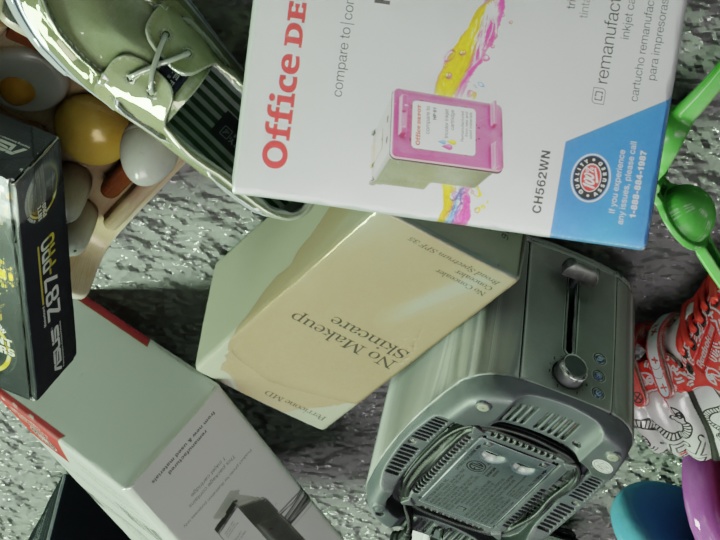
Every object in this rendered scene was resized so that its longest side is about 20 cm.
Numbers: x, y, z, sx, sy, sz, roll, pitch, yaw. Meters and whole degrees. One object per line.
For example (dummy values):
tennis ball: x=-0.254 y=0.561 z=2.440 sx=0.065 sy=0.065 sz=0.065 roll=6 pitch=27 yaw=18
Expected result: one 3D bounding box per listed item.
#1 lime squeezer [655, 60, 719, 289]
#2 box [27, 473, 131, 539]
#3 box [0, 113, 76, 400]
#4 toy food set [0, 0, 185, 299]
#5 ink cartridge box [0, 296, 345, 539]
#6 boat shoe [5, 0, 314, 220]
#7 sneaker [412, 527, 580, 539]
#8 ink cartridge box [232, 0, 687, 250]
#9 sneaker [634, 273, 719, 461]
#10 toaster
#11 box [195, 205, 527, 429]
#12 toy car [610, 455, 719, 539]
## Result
lime squeezer: x=0.178 y=-0.045 z=1.362 sx=0.070 sy=0.038 sz=0.201 roll=-5 pitch=119 yaw=4
box: x=-0.141 y=0.248 z=1.818 sx=0.199 sy=0.105 sz=0.182 roll=19 pitch=143 yaw=-11
box: x=-0.247 y=-0.032 z=1.435 sx=0.199 sy=0.049 sz=0.162 roll=22 pitch=135 yaw=20
toy food set: x=-0.167 y=-0.060 z=1.440 sx=0.143 sy=0.061 sz=0.200 roll=25 pitch=141 yaw=-20
ink cartridge box: x=-0.106 y=0.124 z=1.605 sx=0.146 sy=0.083 sz=0.200 roll=31 pitch=163 yaw=43
boat shoe: x=-0.092 y=-0.099 z=1.333 sx=0.200 sy=0.072 sz=0.062 roll=39 pitch=179 yaw=-20
sneaker: x=0.085 y=0.160 z=1.677 sx=0.111 sy=0.074 sz=0.200 roll=4 pitch=152 yaw=4
ink cartridge box: x=0.045 y=-0.099 z=1.254 sx=0.198 sy=0.085 sz=0.146 roll=8 pitch=108 yaw=2
sneaker: x=0.190 y=0.036 z=1.474 sx=0.107 sy=0.068 sz=0.202 roll=6 pitch=140 yaw=20
toaster: x=0.077 y=0.071 z=1.497 sx=0.113 sy=0.130 sz=0.200 roll=21 pitch=142 yaw=-13
box: x=0.000 y=0.000 z=1.464 sx=0.094 sy=0.078 sz=0.200 roll=25 pitch=142 yaw=-20
toy car: x=0.233 y=0.164 z=1.585 sx=0.199 sy=0.175 sz=0.151 roll=-8 pitch=106 yaw=24
